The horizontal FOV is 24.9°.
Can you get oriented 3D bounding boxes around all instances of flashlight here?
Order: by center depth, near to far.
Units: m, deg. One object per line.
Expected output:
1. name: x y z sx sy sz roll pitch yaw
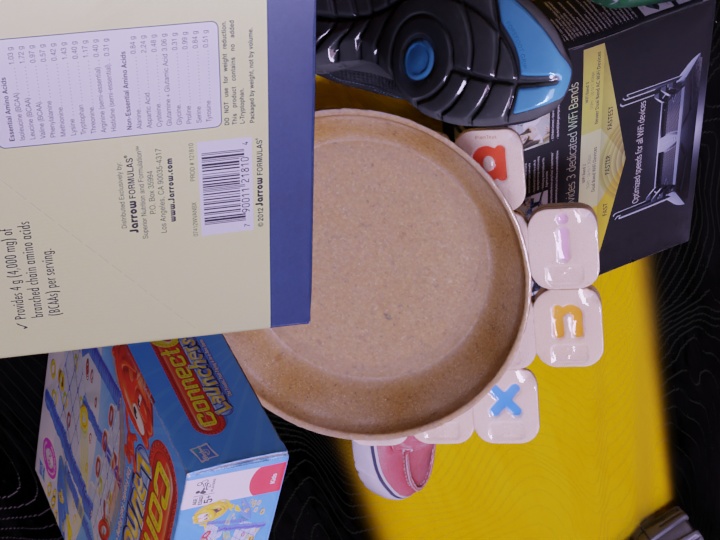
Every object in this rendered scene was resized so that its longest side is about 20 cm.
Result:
1. flashlight: 0.200 0.274 1.372 0.199 0.068 0.068 -34 136 2

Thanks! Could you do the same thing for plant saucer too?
1. plant saucer: 0.000 0.000 0.934 0.199 0.035 0.202 4 112 9

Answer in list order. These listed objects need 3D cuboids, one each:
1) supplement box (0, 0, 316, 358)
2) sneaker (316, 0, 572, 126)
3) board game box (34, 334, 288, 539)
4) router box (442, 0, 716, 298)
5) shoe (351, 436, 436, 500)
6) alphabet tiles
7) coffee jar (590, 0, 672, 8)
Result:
1. supplement box: -0.127 -0.080 0.699 0.198 0.135 0.201 -6 134 -9
2. sneaker: 0.038 -0.115 0.807 0.082 0.199 0.074 7 102 -43
3. board game box: -0.118 0.106 0.904 0.056 0.196 0.201 -8 133 -27
4. router box: 0.130 -0.077 0.999 0.156 0.052 0.201 -20 137 -15
5. shoe: 0.046 0.088 1.059 0.072 0.090 0.201 -58 151 -38
6. alphabet tiles: 0.042 0.012 0.959 0.198 0.015 0.197 -2 112 12
7. coffee jar: 0.210 -0.202 0.903 0.199 0.085 0.105 -8 124 -27
